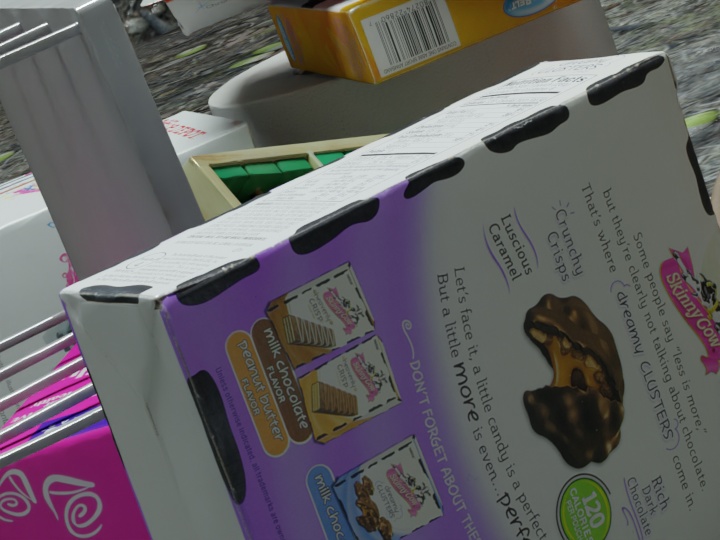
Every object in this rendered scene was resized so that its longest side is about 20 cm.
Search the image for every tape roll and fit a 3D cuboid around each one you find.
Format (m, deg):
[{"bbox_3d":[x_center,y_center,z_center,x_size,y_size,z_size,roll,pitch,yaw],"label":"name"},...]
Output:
[{"bbox_3d":[0.039,-0.058,1.372,0.203,0.139,0.203,-19,12,4],"label":"tape roll"}]

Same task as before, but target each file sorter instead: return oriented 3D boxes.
[{"bbox_3d":[-0.143,-0.014,1.002,0.124,0.139,0.200,-27,13,-16],"label":"file sorter"}]

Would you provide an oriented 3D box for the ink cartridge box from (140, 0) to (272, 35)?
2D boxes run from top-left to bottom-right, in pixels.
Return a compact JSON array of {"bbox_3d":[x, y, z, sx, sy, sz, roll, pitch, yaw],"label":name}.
[{"bbox_3d":[-0.015,-0.150,1.265,0.162,0.057,0.200,-20,20,6],"label":"ink cartridge box"}]

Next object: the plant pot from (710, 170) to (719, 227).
[{"bbox_3d":[0.210,-0.066,0.888,0.200,0.175,0.200,-6,30,3],"label":"plant pot"}]

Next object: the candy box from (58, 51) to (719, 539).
[{"bbox_3d":[0.030,0.044,0.855,0.200,0.168,0.072,-27,15,-29],"label":"candy box"}]

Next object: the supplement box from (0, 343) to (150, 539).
[{"bbox_3d":[-0.062,0.074,1.049,0.101,0.103,0.200,-17,14,14],"label":"supplement box"}]

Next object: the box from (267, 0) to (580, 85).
[{"bbox_3d":[0.030,-0.130,1.284,0.119,0.042,0.200,-23,10,-10],"label":"box"}]

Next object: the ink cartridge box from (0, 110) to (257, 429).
[{"bbox_3d":[-0.129,0.027,1.267,0.200,0.145,0.145,-23,11,-13],"label":"ink cartridge box"}]

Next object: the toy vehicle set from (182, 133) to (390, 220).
[{"bbox_3d":[0.026,-0.001,1.078,0.200,0.124,0.027,-10,-37,-52],"label":"toy vehicle set"}]
